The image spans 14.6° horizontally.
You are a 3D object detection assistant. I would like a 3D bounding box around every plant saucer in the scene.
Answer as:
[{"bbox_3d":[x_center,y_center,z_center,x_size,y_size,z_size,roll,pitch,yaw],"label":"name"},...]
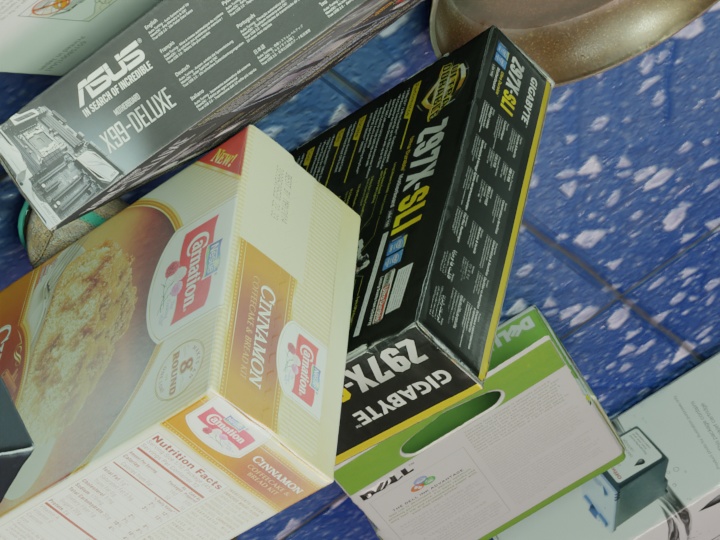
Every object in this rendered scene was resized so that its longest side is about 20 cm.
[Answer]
[{"bbox_3d":[0.114,-0.159,1.287,0.200,0.032,0.200,-24,153,-13],"label":"plant saucer"}]

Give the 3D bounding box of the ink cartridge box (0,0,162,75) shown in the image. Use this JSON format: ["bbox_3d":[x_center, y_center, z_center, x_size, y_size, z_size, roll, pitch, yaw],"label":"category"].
[{"bbox_3d":[-0.110,-0.138,1.044,0.200,0.044,0.173,-33,162,36],"label":"ink cartridge box"}]

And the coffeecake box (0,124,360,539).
[{"bbox_3d":[-0.100,0.054,1.180,0.200,0.154,0.073,-31,124,31],"label":"coffeecake box"}]

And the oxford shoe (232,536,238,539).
[{"bbox_3d":[-0.158,0.167,1.555,0.200,0.071,0.071,-27,-179,-7],"label":"oxford shoe"}]

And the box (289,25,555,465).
[{"bbox_3d":[0.000,0.000,1.244,0.160,0.200,0.049,-28,120,34],"label":"box"}]

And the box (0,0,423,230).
[{"bbox_3d":[-0.032,-0.101,1.117,0.200,0.050,0.158,-33,180,30],"label":"box"}]

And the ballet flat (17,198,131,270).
[{"bbox_3d":[-0.099,0.019,1.321,0.068,0.067,0.200,-66,156,-13],"label":"ballet flat"}]

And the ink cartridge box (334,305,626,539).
[{"bbox_3d":[0.055,0.083,1.591,0.148,0.076,0.200,-31,152,2],"label":"ink cartridge box"}]

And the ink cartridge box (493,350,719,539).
[{"bbox_3d":[0.194,0.151,1.834,0.200,0.086,0.146,-34,153,4],"label":"ink cartridge box"}]

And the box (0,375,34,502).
[{"bbox_3d":[-0.246,0.058,1.112,0.123,0.200,0.198,-7,145,-37],"label":"box"}]
